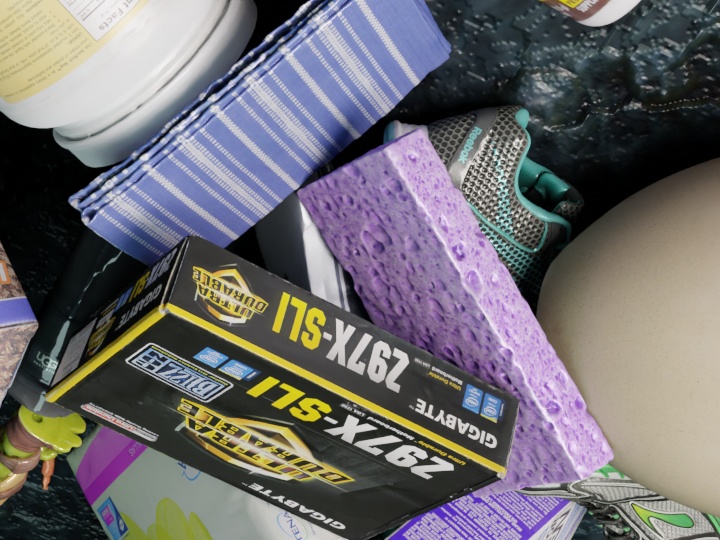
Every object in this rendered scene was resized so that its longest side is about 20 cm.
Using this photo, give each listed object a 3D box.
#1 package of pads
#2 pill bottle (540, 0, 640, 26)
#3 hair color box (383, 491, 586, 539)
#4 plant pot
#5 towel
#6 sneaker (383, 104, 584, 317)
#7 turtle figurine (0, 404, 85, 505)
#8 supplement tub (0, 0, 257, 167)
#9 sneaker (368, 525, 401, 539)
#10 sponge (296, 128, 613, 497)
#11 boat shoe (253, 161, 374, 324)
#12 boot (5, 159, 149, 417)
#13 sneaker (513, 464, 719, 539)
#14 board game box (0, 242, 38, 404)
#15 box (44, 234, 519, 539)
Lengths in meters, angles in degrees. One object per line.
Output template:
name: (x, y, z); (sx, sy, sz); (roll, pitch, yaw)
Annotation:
package of pads: (-0.092, 0.137, 1.132); (0.155, 0.068, 0.200); (59, 144, 11)
pill bottle: (0.055, -0.203, 0.856); (0.199, 0.109, 0.109); (28, 131, -12)
hair color box: (0.064, 0.177, 1.134); (0.065, 0.200, 0.110); (40, 136, 19)
plant pot: (0.171, 0.035, 0.997); (0.134, 0.201, 0.201); (-1, 132, 26)
towel: (-0.045, -0.077, 0.948); (0.200, 0.024, 0.145); (-40, 160, 4)
sneaker: (0.088, -0.013, 1.048); (0.091, 0.078, 0.200); (-20, 131, 15)
turtle figurine: (-0.217, 0.112, 1.151); (0.064, 0.200, 0.161); (39, 126, -3)
supplement tub: (-0.160, -0.163, 0.917); (0.145, 0.146, 0.200); (-25, 122, 31)
sneaker: (-0.009, 0.159, 1.169); (0.077, 0.091, 0.200); (16, 133, -1)
sponge: (0.048, 0.027, 0.983); (0.201, 0.030, 0.111); (60, 152, -6)
boat shoe: (0.000, 0.000, 1.076); (0.071, 0.091, 0.201); (7, 113, 62)
boot: (-0.119, -0.025, 1.069); (0.065, 0.165, 0.201); (29, 110, 1)
sneaker: (0.166, 0.139, 1.104); (0.199, 0.078, 0.086); (16, 94, -33)
board game box: (-0.280, 0.008, 1.053); (0.097, 0.200, 0.160); (-8, 144, -35)
box: (-0.042, 0.068, 0.964); (0.199, 0.050, 0.160); (28, 147, -19)
